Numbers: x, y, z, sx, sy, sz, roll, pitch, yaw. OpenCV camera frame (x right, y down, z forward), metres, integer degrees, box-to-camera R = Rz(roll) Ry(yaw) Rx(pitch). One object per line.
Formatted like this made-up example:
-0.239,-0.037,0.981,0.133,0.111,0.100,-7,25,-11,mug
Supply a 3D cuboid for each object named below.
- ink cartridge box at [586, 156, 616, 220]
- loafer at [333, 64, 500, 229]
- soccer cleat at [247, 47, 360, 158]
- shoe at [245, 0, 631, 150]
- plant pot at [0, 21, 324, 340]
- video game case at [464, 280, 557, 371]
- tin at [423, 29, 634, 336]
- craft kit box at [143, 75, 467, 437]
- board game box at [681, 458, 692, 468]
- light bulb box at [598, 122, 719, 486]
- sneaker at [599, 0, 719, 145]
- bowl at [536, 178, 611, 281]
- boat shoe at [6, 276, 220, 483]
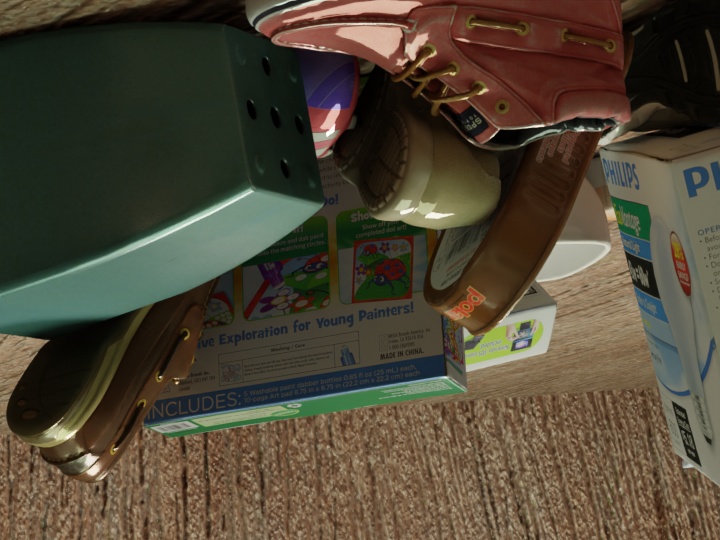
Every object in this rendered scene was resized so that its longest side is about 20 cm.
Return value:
0.285,-0.076,1.762,0.162,0.050,0.199,0,172,-40,ink cartridge box
0.033,-0.065,1.285,0.068,0.076,0.200,24,-161,-13,loafer
-0.073,-0.089,1.340,0.076,0.067,0.200,4,170,-33,soccer cleat
0.043,-0.109,1.187,0.199,0.092,0.071,-4,171,-16,shoe
-0.131,-0.058,1.264,0.199,0.142,0.141,-16,169,23,plant pot
0.000,0.000,1.536,0.180,0.046,0.200,-11,-141,-27,video game case
0.092,-0.058,1.283,0.042,0.201,0.112,32,151,-14,tin
-0.039,-0.011,1.418,0.199,0.199,0.048,-9,163,20,craft kit box
0.449,0.112,2.642,0.199,0.200,0.043,-7,172,-5,board game box
0.235,0.011,1.348,0.124,0.201,0.198,-16,-174,-4,light bulb box
0.193,-0.119,1.355,0.079,0.074,0.200,-12,-177,-37,sneaker
0.078,-0.036,1.747,0.198,0.075,0.200,-2,170,-9,bowl
-0.129,0.036,1.374,0.072,0.200,0.068,4,142,44,boat shoe
